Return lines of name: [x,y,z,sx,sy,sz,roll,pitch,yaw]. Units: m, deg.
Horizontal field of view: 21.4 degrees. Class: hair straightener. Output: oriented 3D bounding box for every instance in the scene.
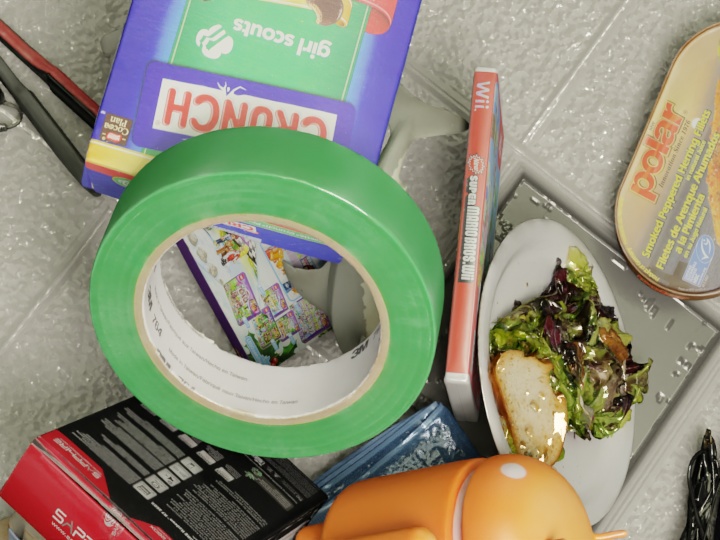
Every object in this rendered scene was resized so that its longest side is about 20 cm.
hair straightener: [-0.239,-0.121,1.258,0.200,0.041,0.077,45,77,1]

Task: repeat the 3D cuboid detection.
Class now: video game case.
video game case: [0.075,-0.013,1.234,0.017,0.143,0.202,4,77,7]

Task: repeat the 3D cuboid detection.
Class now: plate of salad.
plate of salad: [0.137,0.064,1.226,0.199,0.048,0.202,21,64,-51]

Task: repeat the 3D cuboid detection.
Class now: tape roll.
tape roll: [-0.053,0.016,1.087,0.199,0.202,0.048,20,38,-5]

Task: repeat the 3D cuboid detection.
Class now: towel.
towel: [0.003,0.181,1.240,0.199,0.049,0.112,-33,87,-13]

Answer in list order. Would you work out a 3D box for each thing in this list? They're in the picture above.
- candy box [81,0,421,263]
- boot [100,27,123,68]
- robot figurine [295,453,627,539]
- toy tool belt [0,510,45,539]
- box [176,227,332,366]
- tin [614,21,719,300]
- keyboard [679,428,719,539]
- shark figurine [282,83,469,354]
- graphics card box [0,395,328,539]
candy box: [-0.061,-0.126,1.144,0.167,0.077,0.202,16,79,-4]
boot: [-0.074,-0.164,1.274,0.199,0.074,0.096,-29,92,-12]
robot figurine: [0.056,0.172,1.137,0.144,0.198,0.117,54,39,-28]
toy tool belt: [-0.153,0.209,1.173,0.123,0.125,0.201,-43,67,19]
box: [-0.059,-0.051,1.233,0.136,0.039,0.201,-32,113,-13]
tin: [0.246,-0.076,1.315,0.111,0.042,0.202,24,82,5]
keyboard: [0.258,0.150,1.301,0.103,0.039,0.202,20,75,-29]
shark figurine: [-0.006,-0.014,1.205,0.089,0.128,0.217,16,113,29]
graphics card box: [-0.110,0.133,1.124,0.125,0.200,0.051,40,110,10]
